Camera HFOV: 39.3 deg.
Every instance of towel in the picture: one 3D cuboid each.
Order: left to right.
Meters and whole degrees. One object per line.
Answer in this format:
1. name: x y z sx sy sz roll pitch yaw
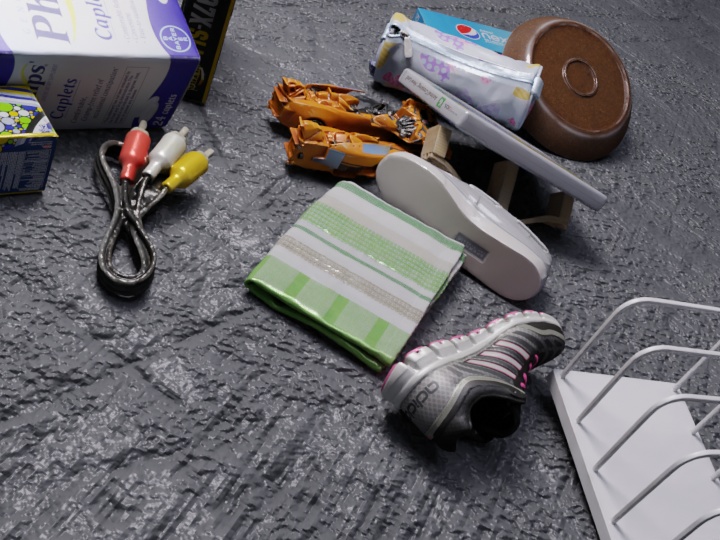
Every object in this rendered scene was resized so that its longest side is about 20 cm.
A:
1. towel: 0.000 0.000 0.914 0.149 0.031 0.200 30 39 8

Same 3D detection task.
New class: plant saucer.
1. plant saucer: 0.270 -0.239 1.277 0.200 0.034 0.201 9 69 -23

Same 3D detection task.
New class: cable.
1. cable: -0.191 -0.064 0.848 0.097 0.050 0.200 21 36 -7

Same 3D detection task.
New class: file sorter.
1. file sorter: 0.262 0.139 0.806 0.138 0.125 0.200 8 47 -23

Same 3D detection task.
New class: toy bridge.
1. toy bridge: 0.147 -0.082 1.067 0.200 0.027 0.067 24 75 -28

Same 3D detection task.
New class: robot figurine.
1. robot figurine: 0.009 -0.143 1.059 0.200 0.058 0.145 4 44 -27

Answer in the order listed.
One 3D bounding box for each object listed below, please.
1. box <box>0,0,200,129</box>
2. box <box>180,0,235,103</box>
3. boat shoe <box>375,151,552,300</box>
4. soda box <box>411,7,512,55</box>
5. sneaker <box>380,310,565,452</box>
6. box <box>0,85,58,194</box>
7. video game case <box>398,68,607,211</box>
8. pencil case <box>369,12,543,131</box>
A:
1. box: -0.275 -0.232 0.914 0.200 0.105 0.184 -8 65 -36
2. box: -0.150 -0.297 1.029 0.049 0.200 0.160 15 38 -13
3. boat shoe: 0.106 -0.053 1.002 0.200 0.072 0.069 33 33 10
4. soda box: 0.157 -0.273 1.301 0.200 0.064 0.068 9 40 -24
5. sneaker: 0.109 0.095 0.828 0.200 0.074 0.088 -14 59 -42
6. box: -0.347 -0.097 0.783 0.200 0.064 0.070 -9 50 -39
7. video game case: 0.150 -0.143 1.091 0.200 0.022 0.182 26 14 -27
8. pencil case: 0.115 -0.236 1.192 0.200 0.091 0.083 22 62 2
